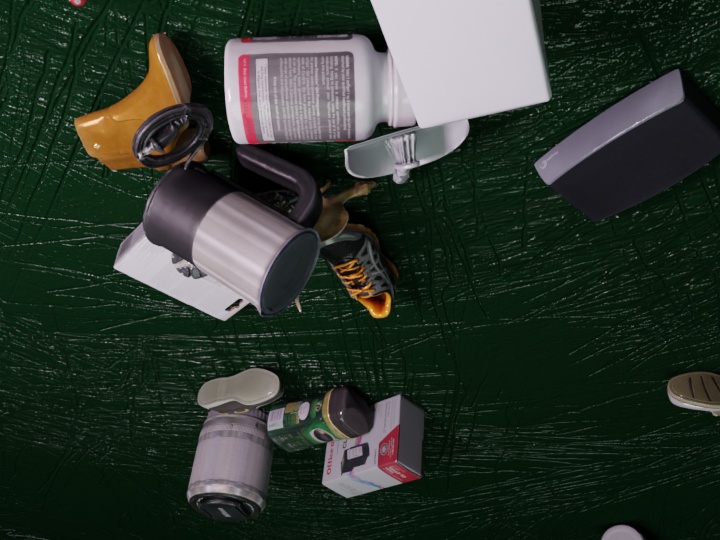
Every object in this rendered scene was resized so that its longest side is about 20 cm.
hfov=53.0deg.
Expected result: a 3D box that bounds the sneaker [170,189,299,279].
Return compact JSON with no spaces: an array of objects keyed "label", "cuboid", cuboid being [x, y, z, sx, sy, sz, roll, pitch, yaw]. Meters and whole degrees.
[{"label":"sneaker","cuboid":[-0.173,-0.064,0.995,0.198,0.080,0.078,-23,120,5]}]

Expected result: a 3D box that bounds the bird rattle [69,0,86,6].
[{"label":"bird rattle","cuboid":[-0.238,-0.340,0.636,0.161,0.113,0.201,-16,143,0]}]

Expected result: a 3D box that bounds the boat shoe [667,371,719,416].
[{"label":"boat shoe","cuboid":[0.635,0.224,1.264,0.198,0.075,0.069,1,136,4]}]

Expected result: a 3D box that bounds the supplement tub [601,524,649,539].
[{"label":"supplement tub","cuboid":[0.717,0.752,1.885,0.122,0.123,0.200,-22,134,30]}]

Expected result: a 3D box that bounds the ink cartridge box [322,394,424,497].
[{"label":"ink cartridge box","cuboid":[0.025,0.353,1.439,0.199,0.147,0.083,-27,131,34]}]

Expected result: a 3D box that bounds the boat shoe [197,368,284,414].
[{"label":"boat shoe","cuboid":[-0.220,0.236,1.385,0.200,0.072,0.061,-12,144,31]}]

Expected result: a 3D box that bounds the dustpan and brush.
[{"label":"dustpan and brush","cuboid":[0.050,-0.131,0.850,0.138,0.200,0.058,-16,97,0]}]

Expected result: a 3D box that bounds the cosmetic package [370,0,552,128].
[{"label":"cosmetic package","cuboid":[0.079,-0.268,0.602,0.122,0.201,0.200,-10,139,18]}]

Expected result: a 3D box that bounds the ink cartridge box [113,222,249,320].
[{"label":"ink cartridge box","cuboid":[-0.259,-0.002,1.102,0.199,0.051,0.109,30,135,-30]}]

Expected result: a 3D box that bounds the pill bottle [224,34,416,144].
[{"label":"pill bottle","cuboid":[-0.040,-0.194,0.775,0.198,0.112,0.111,-2,142,-1]}]

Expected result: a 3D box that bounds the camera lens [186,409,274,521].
[{"label":"camera lens","cuboid":[-0.263,0.400,1.489,0.158,0.201,0.161,3,142,2]}]

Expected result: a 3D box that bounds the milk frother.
[{"label":"milk frother","cuboid":[-0.154,-0.072,0.832,0.187,0.182,0.200,29,-176,19]}]

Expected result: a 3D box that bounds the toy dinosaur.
[{"label":"toy dinosaur","cuboid":[-0.062,-0.055,0.931,0.101,0.201,0.058,20,161,42]}]

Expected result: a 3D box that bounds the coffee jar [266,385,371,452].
[{"label":"coffee jar","cuboid":[-0.081,0.293,1.426,0.199,0.086,0.104,-19,133,29]}]

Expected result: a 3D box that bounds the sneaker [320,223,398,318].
[{"label":"sneaker","cuboid":[0.000,0.000,1.033,0.078,0.078,0.200,-16,146,27]}]

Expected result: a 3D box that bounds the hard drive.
[{"label":"hard drive","cuboid":[0.325,-0.138,0.866,0.134,0.043,0.199,31,135,-29]}]

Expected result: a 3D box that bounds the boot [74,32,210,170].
[{"label":"boot","cuboid":[-0.266,-0.185,0.845,0.142,0.071,0.202,-5,149,0]}]
